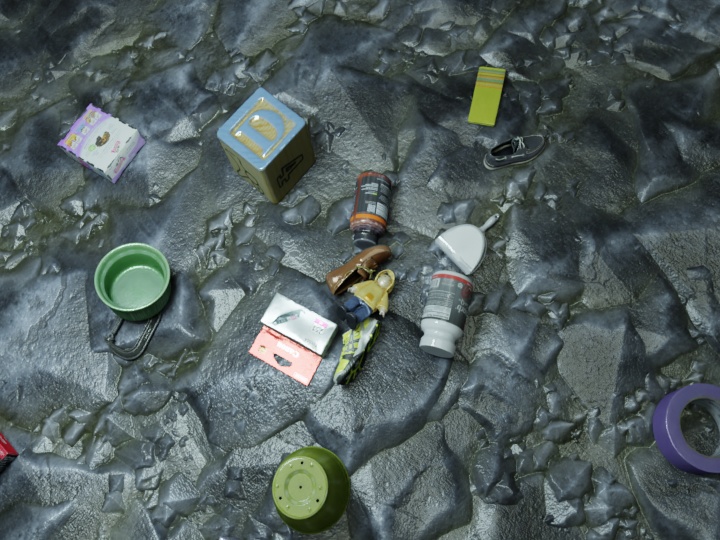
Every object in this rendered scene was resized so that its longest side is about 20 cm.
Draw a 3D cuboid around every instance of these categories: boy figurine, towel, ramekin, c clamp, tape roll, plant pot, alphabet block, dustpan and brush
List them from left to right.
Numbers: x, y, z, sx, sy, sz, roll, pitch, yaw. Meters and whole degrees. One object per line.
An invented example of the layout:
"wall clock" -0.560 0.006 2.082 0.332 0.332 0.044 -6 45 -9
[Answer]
"c clamp" -0.643 0.140 1.671 0.166 0.027 0.205 16 70 4
"ramekin" -0.614 0.037 1.647 0.194 0.098 0.205 4 62 -7
"alphabet block" -0.265 -0.354 1.730 0.194 0.201 0.197 39 77 16
"plant pot" -0.128 0.509 1.408 0.194 0.194 0.206 -1 69 4
"boy figurine" 0.029 0.074 1.598 0.124 0.065 0.199 39 57 21
"dustpan and brush" 0.319 -0.095 1.679 0.200 0.057 0.140 -44 74 -4
"towel" 0.389 -0.536 1.850 0.084 0.018 0.205 10 72 14
"tape roll" 0.818 0.382 1.447 0.194 0.085 0.206 -1 69 3

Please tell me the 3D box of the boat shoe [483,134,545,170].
"boat shoe" 0.455 -0.353 1.752 0.195 0.063 0.074 -21 69 -4

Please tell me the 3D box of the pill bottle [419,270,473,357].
"pill bottle" 0.221 0.114 1.569 0.113 0.116 0.205 13 72 9

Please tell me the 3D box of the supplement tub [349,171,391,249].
"supplement tub" 0.026 -0.165 1.690 0.104 0.107 0.206 7 70 6

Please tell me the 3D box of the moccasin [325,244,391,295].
"moccasin" 0.000 -0.001 1.643 0.198 0.074 0.079 -28 56 -6

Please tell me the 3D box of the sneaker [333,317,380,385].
"sneaker" -0.020 0.209 1.582 0.075 0.076 0.202 23 63 19

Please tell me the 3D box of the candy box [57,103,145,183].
"candy box" -0.793 -0.391 1.848 0.197 0.072 0.170 29 74 14

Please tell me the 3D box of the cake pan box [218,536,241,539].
"cake pan box" -0.230 0.663 1.356 0.180 0.201 0.053 21 67 9

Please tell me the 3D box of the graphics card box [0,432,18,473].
"graphics card box" -1.000 0.509 1.545 0.125 0.051 0.201 38 77 15

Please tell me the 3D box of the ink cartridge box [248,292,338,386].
"ink cartridge box" -0.183 0.182 1.612 0.196 0.044 0.176 26 72 12
